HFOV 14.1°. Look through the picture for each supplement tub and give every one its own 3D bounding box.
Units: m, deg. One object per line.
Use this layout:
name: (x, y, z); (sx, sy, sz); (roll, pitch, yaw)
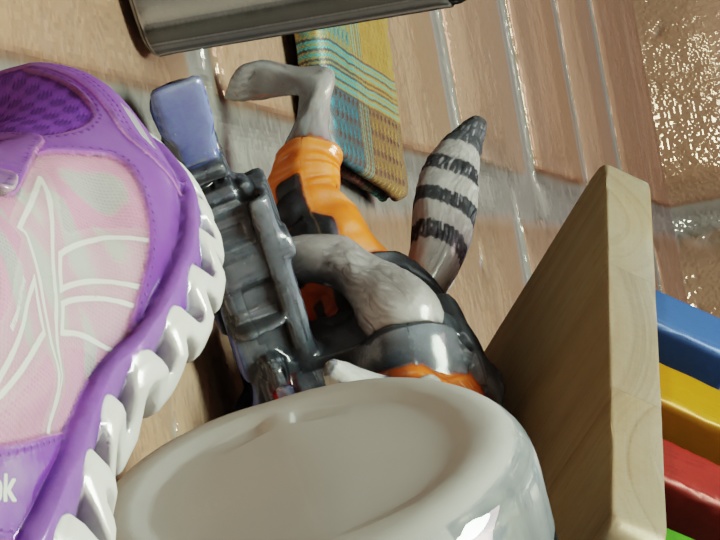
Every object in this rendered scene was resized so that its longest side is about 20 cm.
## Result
supplement tub: (0.008, 0.141, 0.771); (0.123, 0.122, 0.201); (-74, 151, -67)

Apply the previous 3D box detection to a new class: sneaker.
sneaker: (-0.082, 0.005, 0.572); (0.201, 0.080, 0.089); (-82, 151, -56)

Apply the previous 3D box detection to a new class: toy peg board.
toy peg board: (0.073, 0.110, 0.930); (0.201, 0.097, 0.200); (-59, -167, 30)

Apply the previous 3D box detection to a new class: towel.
towel: (-0.014, -0.134, 1.199); (0.147, 0.022, 0.201); (24, 58, -76)

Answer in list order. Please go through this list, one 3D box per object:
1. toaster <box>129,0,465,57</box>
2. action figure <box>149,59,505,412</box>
toaster: (-0.020, -0.174, 0.941); (0.181, 0.118, 0.201); (-76, 153, -64)
action figure: (0.000, 0.000, 0.937); (0.194, 0.104, 0.201); (-101, 175, -55)
